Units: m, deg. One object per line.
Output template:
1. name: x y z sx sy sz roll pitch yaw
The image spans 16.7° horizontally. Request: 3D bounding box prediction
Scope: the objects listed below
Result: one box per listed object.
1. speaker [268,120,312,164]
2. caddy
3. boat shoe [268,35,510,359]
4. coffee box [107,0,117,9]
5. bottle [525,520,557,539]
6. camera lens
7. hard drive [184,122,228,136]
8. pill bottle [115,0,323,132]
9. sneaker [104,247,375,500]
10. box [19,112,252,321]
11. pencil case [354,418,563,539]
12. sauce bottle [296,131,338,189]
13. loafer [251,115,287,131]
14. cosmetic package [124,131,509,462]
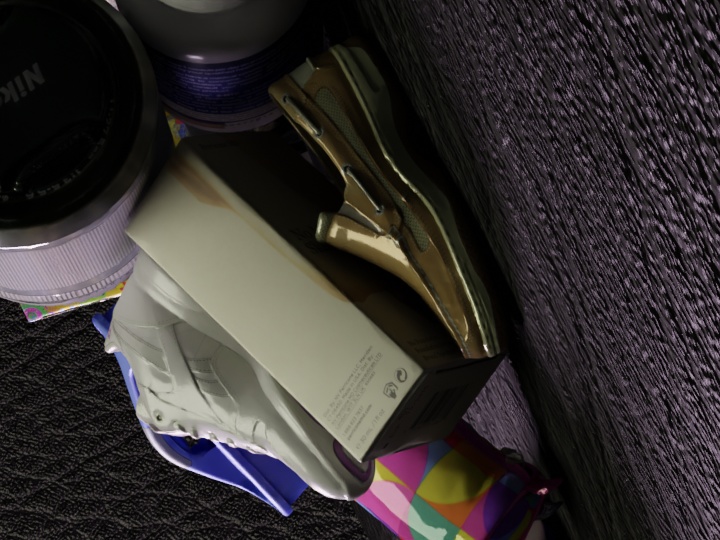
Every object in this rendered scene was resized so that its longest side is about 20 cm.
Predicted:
1. speaker: 0.000 0.000 1.575 0.081 0.081 0.200 -130 15 -70
2. caddy: -0.094 0.081 1.602 0.141 0.105 0.200 40 172 43
3. boat shoe: 0.011 -0.030 1.340 0.200 0.076 0.072 62 172 24
4. coffee box: -0.158 -0.255 1.479 0.200 0.080 0.113 114 162 -61
5. bottle: 0.099 0.203 1.592 0.200 0.065 0.084 77 168 -66
6. camera lens: -0.190 -0.071 1.430 0.200 0.160 0.160 86 158 -76
7. hard drive: -0.084 -0.062 1.571 0.132 0.027 0.200 69 179 -76
8. pill bottle: -0.084 -0.166 1.426 0.200 0.120 0.120 85 159 -75
9. sneaker: -0.070 0.072 1.419 0.200 0.100 0.075 44 -156 25
10. box: -0.157 -0.080 1.805 0.193 0.200 0.122 -78 -31 -61
11. pencil case: 0.023 0.100 1.450 0.200 0.088 0.088 35 163 21
12. sauce bottle: 0.010 -0.017 1.483 0.066 0.066 0.200 -125 12 -62
13. loafer: -0.025 -0.034 1.686 0.071 0.073 0.200 -127 13 -71
14. cosmetic package: -0.025 0.010 1.381 0.200 0.071 0.105 43 -156 19
